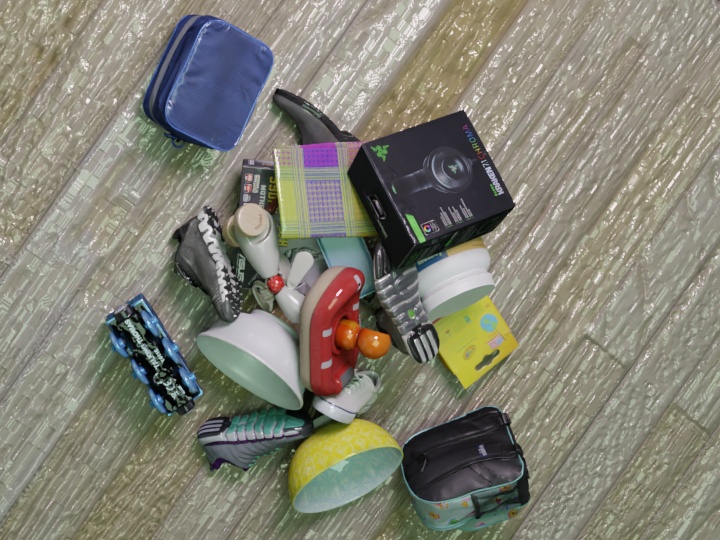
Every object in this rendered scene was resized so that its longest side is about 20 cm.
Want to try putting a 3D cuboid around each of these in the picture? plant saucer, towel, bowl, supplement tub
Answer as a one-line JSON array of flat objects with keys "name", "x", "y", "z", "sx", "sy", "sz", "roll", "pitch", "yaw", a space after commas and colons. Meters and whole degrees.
[{"name": "plant saucer", "x": -0.033, "y": -0.050, "z": 1.678, "sx": 0.069, "sy": 0.019, "sz": 0.202, "roll": -25, "pitch": 105, "yaw": -5}, {"name": "towel", "x": -0.039, "y": -0.120, "z": 1.633, "sx": 0.197, "sy": 0.023, "sz": 0.146, "roll": -5, "pitch": 87, "yaw": -29}, {"name": "bowl", "x": -0.040, "y": 0.299, "z": 1.774, "sx": 0.198, "sy": 0.201, "sz": 0.109, "roll": -23, "pitch": 60, "yaw": -9}, {"name": "bowl", "x": -0.153, "y": 0.126, "z": 1.704, "sx": 0.200, "sy": 0.200, "sz": 0.091, "roll": 40, "pitch": 68, "yaw": -16}, {"name": "supplement tub", "x": 0.119, "y": -0.040, "z": 1.717, "sx": 0.143, "sy": 0.145, "sz": 0.202, "roll": -21, "pitch": 74, "yaw": -9}]

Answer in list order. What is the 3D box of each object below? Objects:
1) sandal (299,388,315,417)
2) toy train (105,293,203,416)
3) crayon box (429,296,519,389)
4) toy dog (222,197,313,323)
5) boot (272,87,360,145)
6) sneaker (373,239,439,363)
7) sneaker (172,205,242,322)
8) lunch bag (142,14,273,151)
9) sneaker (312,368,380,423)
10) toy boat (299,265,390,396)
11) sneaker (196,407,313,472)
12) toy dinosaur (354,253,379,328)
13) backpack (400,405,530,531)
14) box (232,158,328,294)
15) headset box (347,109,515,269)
[{"name": "sandal", "x": -0.068, "y": 0.173, "z": 1.786, "sx": 0.054, "sy": 0.081, "sz": 0.203, "roll": 23, "pitch": 86, "yaw": -37}, {"name": "toy train", "x": -0.321, "y": 0.133, "z": 1.689, "sx": 0.086, "sy": 0.114, "sz": 0.202, "roll": -32, "pitch": 104, "yaw": -3}, {"name": "crayon box", "x": 0.164, "y": 0.082, "z": 1.829, "sx": 0.126, "sy": 0.051, "sz": 0.201, "roll": -36, "pitch": 104, "yaw": -6}, {"name": "toy dog", "x": -0.125, "y": -0.028, "z": 1.649, "sx": 0.096, "sy": 0.131, "sz": 0.202, "roll": -37, "pitch": 120, "yaw": -23}, {"name": "boot", "x": -0.083, "y": -0.186, "z": 1.723, "sx": 0.199, "sy": 0.070, "sz": 0.132, "roll": 36, "pitch": 97, "yaw": -10}, {"name": "sneaker", "x": 0.045, "y": 0.047, "z": 1.670, "sx": 0.074, "sy": 0.115, "sz": 0.203, "roll": -24, "pitch": 102, "yaw": -24}, {"name": "sneaker", "x": -0.242, "y": 0.002, "z": 1.678, "sx": 0.089, "sy": 0.066, "sz": 0.202, "roll": -25, "pitch": 63, "yaw": 10}, {"name": "lunch bag", "x": -0.237, "y": -0.277, "z": 1.638, "sx": 0.135, "sy": 0.132, "sz": 0.202, "roll": 26, "pitch": 91, "yaw": -31}, {"name": "sneaker", "x": -0.020, "y": 0.193, "z": 1.737, "sx": 0.072, "sy": 0.200, "sz": 0.072, "roll": 27, "pitch": 98, "yaw": 13}, {"name": "toy boat", "x": -0.015, "y": 0.096, "z": 1.627, "sx": 0.129, "sy": 0.130, "sz": 0.203, "roll": 12, "pitch": 118, "yaw": 22}, {"name": "sneaker", "x": -0.163, "y": 0.279, "z": 1.759, "sx": 0.197, "sy": 0.075, "sz": 0.089, "roll": -7, "pitch": 113, "yaw": 16}, {"name": "toy dinosaur", "x": 0.000, "y": 0.000, "z": 1.749, "sx": 0.076, "sy": 0.102, "sz": 0.204, "roll": -4, "pitch": 103, "yaw": -13}, {"name": "backpack", "x": 0.169, "y": 0.341, "z": 1.807, "sx": 0.197, "sy": 0.177, "sz": 0.155, "roll": -13, "pitch": 133, "yaw": -4}, {"name": "box", "x": -0.119, "y": -0.067, "z": 1.712, "sx": 0.156, "sy": 0.048, "sz": 0.203, "roll": 6, "pitch": 110, "yaw": -7}, {"name": "headset box", "x": 0.097, "y": -0.120, "z": 1.609, "sx": 0.198, "sy": 0.093, "sz": 0.176, "roll": -20, "pitch": 74, "yaw": -24}]
